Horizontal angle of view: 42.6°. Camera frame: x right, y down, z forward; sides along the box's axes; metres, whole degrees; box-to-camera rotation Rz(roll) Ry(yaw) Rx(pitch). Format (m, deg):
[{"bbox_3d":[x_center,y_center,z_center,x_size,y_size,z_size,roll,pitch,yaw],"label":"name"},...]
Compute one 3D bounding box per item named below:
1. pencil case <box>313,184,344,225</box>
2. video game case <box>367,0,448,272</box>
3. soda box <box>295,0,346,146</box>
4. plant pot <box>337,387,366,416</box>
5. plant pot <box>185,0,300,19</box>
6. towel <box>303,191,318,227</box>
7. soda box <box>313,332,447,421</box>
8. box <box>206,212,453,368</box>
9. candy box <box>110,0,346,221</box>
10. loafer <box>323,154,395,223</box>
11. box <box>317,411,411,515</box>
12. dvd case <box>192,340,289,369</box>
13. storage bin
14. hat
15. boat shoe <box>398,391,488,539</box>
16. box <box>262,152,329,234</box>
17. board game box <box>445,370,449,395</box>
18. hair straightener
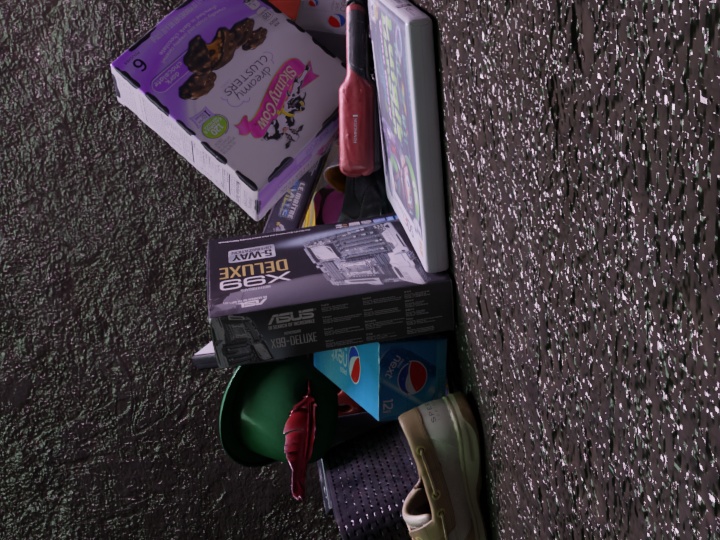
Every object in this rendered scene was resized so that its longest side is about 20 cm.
[{"bbox_3d":[0.000,0.000,1.048,0.091,0.093,0.203,-39,52,54],"label":"pencil case"},{"bbox_3d":[0.038,-0.126,0.778,0.182,0.023,0.202,-111,14,-64],"label":"video game case"},{"bbox_3d":[-0.033,-0.224,1.044,0.201,0.067,0.064,92,-173,-61],"label":"soda box"},{"bbox_3d":[-0.044,0.092,1.171,0.200,0.180,0.203,172,90,-86],"label":"plant pot"},{"bbox_3d":[-0.122,-0.386,1.111,0.201,0.192,0.204,171,90,-84],"label":"plant pot"},{"bbox_3d":[-0.054,-0.066,1.209,0.200,0.018,0.087,174,103,-72],"label":"towel"},{"bbox_3d":[0.012,0.076,0.853,0.200,0.063,0.069,-156,65,-70],"label":"soda box"},{"bbox_3d":[-0.032,0.011,0.802,0.158,0.197,0.050,-110,12,-64],"label":"box"},{"bbox_3d":[-0.119,-0.180,0.931,0.199,0.168,0.072,40,159,9],"label":"candy box"},{"bbox_3d":[-0.004,-0.111,0.972,0.201,0.071,0.073,-104,6,-46],"label":"loafer"},{"bbox_3d":[0.008,0.241,1.152,0.200,0.121,0.107,98,162,-73],"label":"box"},{"bbox_3d":[-0.057,0.032,0.907,0.142,0.200,0.018,-12,111,46],"label":"dvd case"},{"bbox_3d":[0.033,0.253,0.922,0.200,0.093,0.137,-119,6,-76],"label":"storage bin"},{"bbox_3d":[-0.034,0.166,0.944,0.175,0.200,0.167,23,145,37],"label":"hat"},{"bbox_3d":[0.067,0.197,0.769,0.074,0.065,0.203,-116,18,-72],"label":"boat shoe"},{"bbox_3d":[-0.077,-0.071,1.038,0.110,0.034,0.202,120,170,-75],"label":"box"},{"bbox_3d":[0.048,0.085,0.912,0.159,0.038,0.202,88,171,-49],"label":"board game box"},{"bbox_3d":[-0.002,-0.193,0.879,0.077,0.040,0.203,-34,-61,-73],"label":"hair straightener"}]
